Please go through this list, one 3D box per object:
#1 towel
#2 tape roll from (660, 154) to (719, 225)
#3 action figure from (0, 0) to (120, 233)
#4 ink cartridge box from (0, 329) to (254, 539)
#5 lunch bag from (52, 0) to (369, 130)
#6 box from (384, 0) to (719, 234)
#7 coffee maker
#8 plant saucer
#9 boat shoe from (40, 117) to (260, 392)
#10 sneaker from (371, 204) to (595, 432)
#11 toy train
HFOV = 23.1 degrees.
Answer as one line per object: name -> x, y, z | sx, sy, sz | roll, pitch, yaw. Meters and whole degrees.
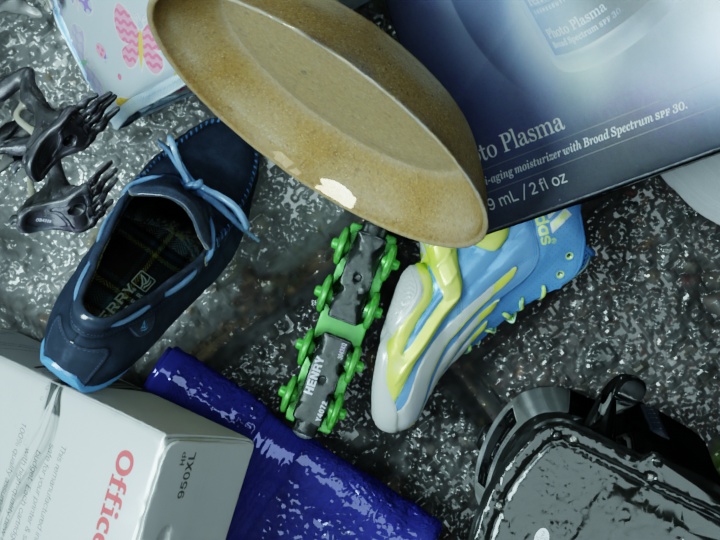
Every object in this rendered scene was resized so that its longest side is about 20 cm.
towel -> -0.067, 0.154, 1.044 | 0.199, 0.050, 0.148 | 33, 102, -1
tape roll -> 0.242, -0.116, 0.950 | 0.198, 0.066, 0.202 | 12, 119, 22
action figure -> -0.209, -0.100, 0.994 | 0.102, 0.120, 0.199 | -34, 51, -28
ink cartridge box -> -0.173, 0.128, 0.981 | 0.199, 0.084, 0.146 | 20, 96, 33
lunch bag -> -0.097, -0.191, 0.976 | 0.199, 0.127, 0.171 | -25, 93, 30
box -> 0.123, -0.144, 0.884 | 0.199, 0.123, 0.201 | -20, 88, 40
coffee maker -> 0.147, 0.152, 0.953 | 0.134, 0.200, 0.192 | -41, 89, 7
plant saucer -> -0.014, -0.085, 0.861 | 0.199, 0.200, 0.036 | 34, 75, 0
boat shoe -> -0.101, -0.017, 0.965 | 0.084, 0.069, 0.201 | 27, 50, -5
sneaker -> 0.076, 0.008, 1.009 | 0.104, 0.076, 0.202 | 18, 94, 0
toy train -> 0.000, 0.000, 1.017 | 0.041, 0.056, 0.202 | 20, 90, 1
